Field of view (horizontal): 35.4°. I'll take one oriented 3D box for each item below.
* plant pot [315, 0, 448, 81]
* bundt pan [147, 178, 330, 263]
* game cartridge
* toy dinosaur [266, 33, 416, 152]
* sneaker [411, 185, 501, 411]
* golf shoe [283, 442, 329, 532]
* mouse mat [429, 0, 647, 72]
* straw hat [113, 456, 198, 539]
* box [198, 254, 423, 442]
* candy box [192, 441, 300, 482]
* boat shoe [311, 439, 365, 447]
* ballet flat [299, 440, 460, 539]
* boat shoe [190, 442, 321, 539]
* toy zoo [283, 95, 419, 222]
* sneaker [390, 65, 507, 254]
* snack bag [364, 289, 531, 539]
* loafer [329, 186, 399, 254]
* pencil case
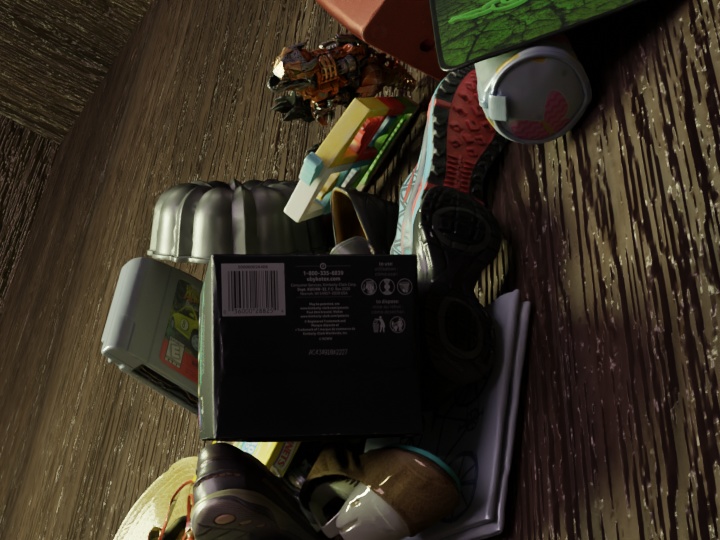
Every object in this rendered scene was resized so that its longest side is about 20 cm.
[{"bbox_3d":[0.066,-0.298,1.092,0.200,0.198,0.178,-50,37,28],"label":"plant pot"},{"bbox_3d":[-0.130,-0.058,1.215,0.201,0.198,0.077,-160,68,-67],"label":"bundt pan"},{"bbox_3d":[-0.174,0.077,1.182,0.041,0.199,0.135,-30,38,32],"label":"game cartridge"},{"bbox_3d":[-0.015,-0.183,1.147,0.136,0.197,0.103,-55,38,35],"label":"toy dinosaur"},{"bbox_3d":[0.057,0.017,0.872,0.091,0.075,0.202,-54,18,45],"label":"sneaker"},{"bbox_3d":[-0.079,0.182,1.026,0.095,0.077,0.200,-60,22,8],"label":"golf shoe"},{"bbox_3d":[0.151,-0.231,0.915,0.197,0.008,0.162,-17,37,11],"label":"mouse mat"},{"bbox_3d":[-0.173,0.291,1.100,0.201,0.084,0.203,-41,32,31],"label":"straw hat"},{"bbox_3d":[-0.045,0.063,0.838,0.200,0.146,0.127,137,132,-76],"label":"box"},{"bbox_3d":[-0.069,0.108,0.983,0.102,0.026,0.202,7,65,54],"label":"candy box"},{"bbox_3d":[-0.023,0.088,1.047,0.201,0.056,0.067,-88,21,-53],"label":"boat shoe"},{"bbox_3d":[0.003,0.164,0.811,0.072,0.068,0.199,-43,14,-20],"label":"ballet flat"},{"bbox_3d":[-0.073,0.186,0.865,0.073,0.201,0.074,-13,59,5],"label":"boat shoe"},{"bbox_3d":[-0.011,-0.113,1.120,0.132,0.020,0.200,-56,-10,18],"label":"toy zoo"},{"bbox_3d":[0.067,-0.089,0.996,0.095,0.078,0.203,-22,46,60],"label":"sneaker"},{"bbox_3d":[0.055,0.132,0.864,0.199,0.021,0.191,-37,34,48],"label":"snack bag"},{"bbox_3d":[0.000,0.000,1.051,0.073,0.072,0.202,-48,28,30],"label":"loafer"},{"bbox_3d":[0.128,-0.188,0.950,0.201,0.089,0.084,-102,19,-53],"label":"pencil case"}]
